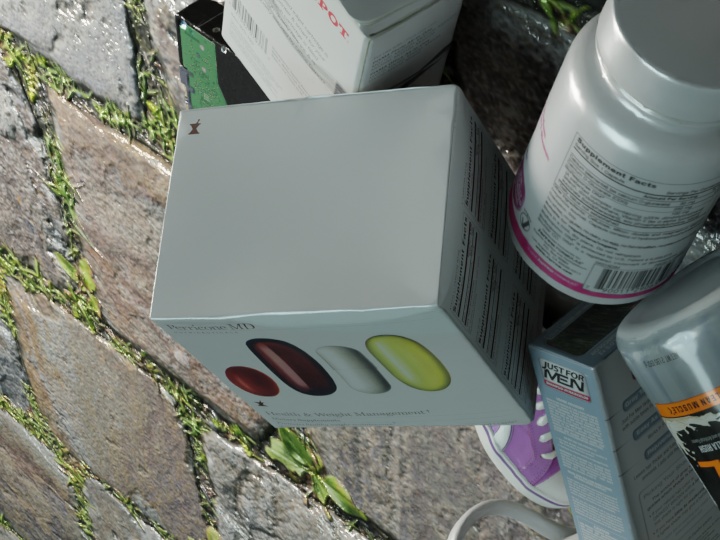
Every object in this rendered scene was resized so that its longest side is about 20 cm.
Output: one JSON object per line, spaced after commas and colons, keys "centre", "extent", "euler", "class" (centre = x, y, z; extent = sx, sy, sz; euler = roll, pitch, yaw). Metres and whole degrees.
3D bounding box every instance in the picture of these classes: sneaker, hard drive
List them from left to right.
{"centre": [-0.059, -0.106, 1.411], "extent": [0.200, 0.038, 0.140], "euler": [35, 146, 29], "class": "hard drive"}
{"centre": [0.130, 0.082, 1.305], "extent": [0.114, 0.073, 0.201], "euler": [-6, 116, 54], "class": "sneaker"}

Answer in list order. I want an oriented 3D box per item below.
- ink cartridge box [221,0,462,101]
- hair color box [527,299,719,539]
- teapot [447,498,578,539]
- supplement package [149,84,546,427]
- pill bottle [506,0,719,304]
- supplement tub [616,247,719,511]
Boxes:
{"centre": [-0.015, -0.169, 1.187], "extent": [0.146, 0.083, 0.200], "euler": [54, 161, 16], "class": "ink cartridge box"}
{"centre": [0.183, 0.109, 1.225], "extent": [0.060, 0.099, 0.201], "euler": [21, 138, 45], "class": "hair color box"}
{"centre": [0.155, 0.280, 1.315], "extent": [0.200, 0.145, 0.199], "euler": [23, 120, 56], "class": "teapot"}
{"centre": [0.000, 0.000, 1.183], "extent": [0.190, 0.148, 0.200], "euler": [-3, 155, 22], "class": "supplement package"}
{"centre": [0.158, -0.078, 1.044], "extent": [0.113, 0.113, 0.200], "euler": [44, 149, 16], "class": "pill bottle"}
{"centre": [0.248, 0.088, 1.084], "extent": [0.200, 0.122, 0.122], "euler": [56, 151, -6], "class": "supplement tub"}
